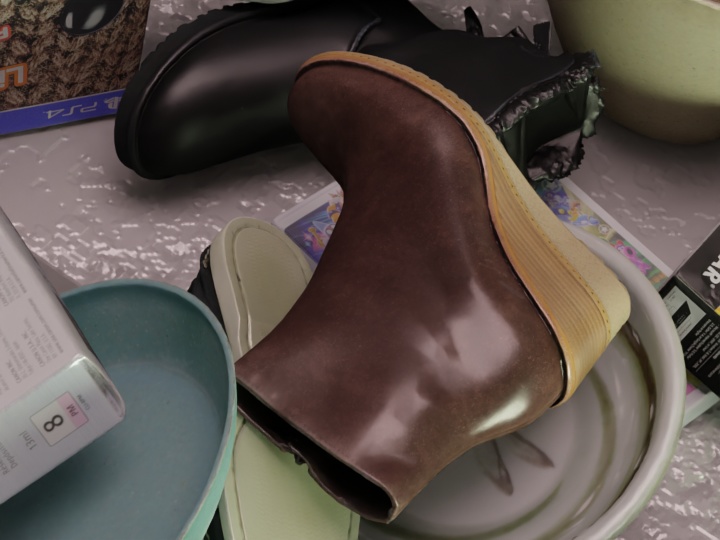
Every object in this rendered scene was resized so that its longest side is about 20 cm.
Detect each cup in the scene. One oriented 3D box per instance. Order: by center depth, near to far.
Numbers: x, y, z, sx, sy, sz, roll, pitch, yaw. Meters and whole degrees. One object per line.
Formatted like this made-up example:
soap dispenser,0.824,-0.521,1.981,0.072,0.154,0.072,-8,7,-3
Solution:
cup,0.171,-0.147,1.424,0.200,0.143,0.200,8,49,-9

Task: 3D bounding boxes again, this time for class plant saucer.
plant saucer,-0.125,0.094,1.168,0.200,0.036,0.200,-24,43,24
plant saucer,0.047,0.067,1.256,0.200,0.050,0.200,-7,55,11

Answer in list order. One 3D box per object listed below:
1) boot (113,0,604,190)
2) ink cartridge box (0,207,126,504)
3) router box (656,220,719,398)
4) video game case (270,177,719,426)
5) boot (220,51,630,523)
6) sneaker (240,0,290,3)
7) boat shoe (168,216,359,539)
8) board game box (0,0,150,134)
boot,0.005,-0.075,1.348,0.162,0.073,0.198,29,42,35
ink cartridge box,-0.213,0.061,1.185,0.200,0.057,0.163,-37,39,-2
router box,0.244,0.006,1.358,0.149,0.051,0.200,42,53,4
video game case,0.074,0.012,1.353,0.143,0.018,0.200,-32,64,-32
boot,0.000,0.000,1.210,0.200,0.072,0.166,41,54,21
sneaker,-0.014,-0.168,1.397,0.200,0.114,0.073,-2,95,2
boat shoe,-0.052,0.073,1.213,0.074,0.066,0.200,17,48,-37
board game box,-0.183,-0.160,1.314,0.159,0.200,0.097,-13,55,-21
